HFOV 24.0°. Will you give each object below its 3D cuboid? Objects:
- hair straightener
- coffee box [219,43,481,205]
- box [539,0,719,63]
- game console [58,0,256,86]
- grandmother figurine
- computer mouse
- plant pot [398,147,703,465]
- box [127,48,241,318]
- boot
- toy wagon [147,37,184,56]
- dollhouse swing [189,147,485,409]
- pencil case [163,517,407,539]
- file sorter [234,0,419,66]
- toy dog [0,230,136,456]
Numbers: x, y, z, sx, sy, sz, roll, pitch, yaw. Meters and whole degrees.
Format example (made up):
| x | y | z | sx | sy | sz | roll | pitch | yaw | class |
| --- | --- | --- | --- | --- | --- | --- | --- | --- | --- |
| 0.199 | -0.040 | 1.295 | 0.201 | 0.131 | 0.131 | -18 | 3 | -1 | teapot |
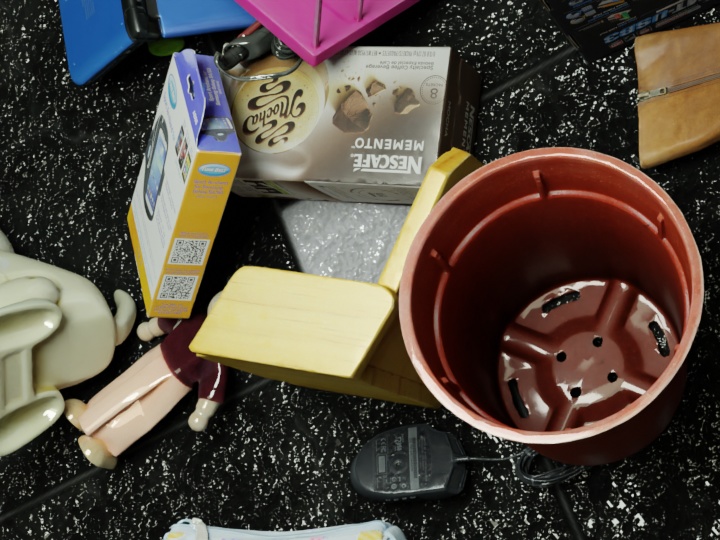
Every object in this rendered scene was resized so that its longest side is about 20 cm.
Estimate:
| x | y | z | sx | sy | sz | roll | pitch | yaw | class |
| --- | --- | --- | --- | --- | --- | --- | --- | --- | --- |
| -0.040 | -0.204 | 1.333 | 0.077 | 0.041 | 0.200 | 17 | 43 | 37 | hair straightener |
| -0.013 | -0.115 | 1.349 | 0.199 | 0.080 | 0.114 | 5 | 81 | 23 | coffee box |
| 0.223 | -0.235 | 1.217 | 0.199 | 0.198 | 0.050 | -23 | 74 | 16 | box |
| -0.171 | -0.272 | 1.432 | 0.170 | 0.118 | 0.202 | -27 | 67 | 48 | game console |
| -0.149 | 0.078 | 1.376 | 0.200 | 0.061 | 0.122 | -42 | 64 | 10 | grandmother figurine |
| 0.088 | 0.146 | 1.290 | 0.198 | 0.034 | 0.059 | -6 | 63 | 15 | computer mouse |
| 0.146 | 0.045 | 1.184 | 0.199 | 0.195 | 0.202 | -5 | 70 | 14 | plant pot |
| -0.138 | -0.074 | 1.330 | 0.120 | 0.041 | 0.201 | -108 | 32 | -42 | box |
| 0.288 | -0.108 | 1.217 | 0.199 | 0.068 | 0.190 | -14 | 73 | 31 | boot |
| -0.174 | -0.266 | 1.463 | 0.199 | 0.040 | 0.156 | -19 | 73 | 17 | toy wagon |
| 0.000 | 0.000 | 1.256 | 0.180 | 0.200 | 0.177 | 8 | 83 | 22 | dollhouse swing |
| -0.058 | 0.237 | 1.297 | 0.198 | 0.083 | 0.092 | -2 | 80 | 20 | pencil case |
| -0.007 | -0.284 | 1.304 | 0.200 | 0.126 | 0.139 | -36 | 64 | -28 | file sorter |
| -0.304 | 0.020 | 1.398 | 0.193 | 0.140 | 0.200 | -32 | 49 | -29 | toy dog |
